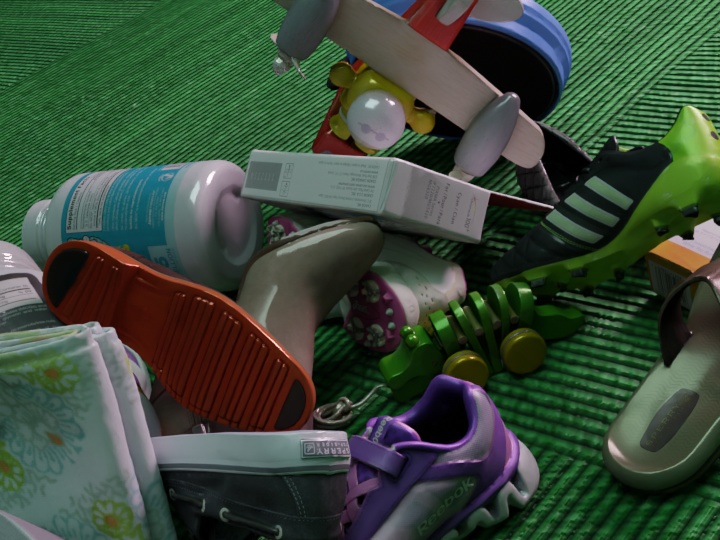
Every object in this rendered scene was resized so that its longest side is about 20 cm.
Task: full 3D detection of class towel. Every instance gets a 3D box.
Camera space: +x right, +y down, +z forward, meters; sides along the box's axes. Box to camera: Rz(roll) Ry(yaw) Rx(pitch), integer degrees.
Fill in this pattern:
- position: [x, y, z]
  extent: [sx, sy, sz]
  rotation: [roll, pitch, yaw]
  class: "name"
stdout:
- position: [-0.189, 0.128, 0.613]
  extent: [0.171, 0.200, 0.048]
  rotation: [-7, 15, 21]
  class: "towel"

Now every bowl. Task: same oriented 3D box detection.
- position: [0.084, -0.178, 0.991]
  extent: [0.200, 0.201, 0.039]
  rotation: [-3, 64, 25]
  class: "bowl"

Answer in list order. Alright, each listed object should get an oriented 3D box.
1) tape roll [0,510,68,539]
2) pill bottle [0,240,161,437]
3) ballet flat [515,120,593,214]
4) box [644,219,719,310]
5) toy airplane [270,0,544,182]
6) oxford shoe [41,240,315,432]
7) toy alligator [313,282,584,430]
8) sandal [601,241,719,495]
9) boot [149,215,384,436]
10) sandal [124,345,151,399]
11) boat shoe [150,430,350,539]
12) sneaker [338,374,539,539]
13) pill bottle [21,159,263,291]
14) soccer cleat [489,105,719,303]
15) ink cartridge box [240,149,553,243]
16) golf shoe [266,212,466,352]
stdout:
- position: [-0.200, 0.211, 0.520]
  extent: [0.200, 0.066, 0.201]
  rotation: [-9, 62, 18]
  class: "tape roll"
- position: [-0.222, 0.070, 0.740]
  extent: [0.116, 0.117, 0.200]
  rotation: [-29, 46, -19]
  class: "pill bottle"
- position: [0.174, -0.062, 0.869]
  extent: [0.066, 0.057, 0.200]
  rotation: [-26, 31, -12]
  class: "ballet flat"
- position: [0.307, -0.025, 0.755]
  extent: [0.200, 0.042, 0.119]
  rotation: [-27, 31, -19]
  class: "box"
- position: [0.033, -0.151, 0.860]
  extent: [0.200, 0.199, 0.141]
  rotation: [2, 45, 19]
  class: "toy airplane"
- position: [-0.102, 0.035, 0.700]
  extent: [0.200, 0.071, 0.073]
  rotation: [31, 12, 21]
  class: "oxford shoe"
- position: [0.054, 0.050, 0.751]
  extent: [0.200, 0.054, 0.059]
  rotation: [-20, 29, -4]
  class: "toy alligator"
- position: [0.204, 0.037, 0.645]
  extent: [0.080, 0.057, 0.201]
  rotation: [10, 55, 49]
  class: "sandal"
- position: [-0.055, 0.066, 0.739]
  extent: [0.200, 0.070, 0.146]
  rotation: [-32, 47, 15]
  class: "boot"
- position: [-0.193, 0.089, 0.825]
  extent: [0.082, 0.050, 0.203]
  rotation: [-27, 33, -15]
  class: "sandal"
- position: [-0.069, 0.121, 0.609]
  extent: [0.070, 0.066, 0.200]
  rotation: [4, -11, -37]
  class: "boat shoe"
- position: [0.010, 0.128, 0.613]
  extent: [0.200, 0.089, 0.080]
  rotation: [-36, 36, -27]
  class: "sneaker"
- position: [-0.192, -0.033, 0.969]
  extent: [0.200, 0.111, 0.111]
  rotation: [-3, 33, 26]
  class: "pill bottle"
- position: [0.163, -0.038, 0.756]
  extent: [0.200, 0.067, 0.081]
  rotation: [-31, 56, 44]
  class: "soccer cleat"
- position: [0.031, -0.051, 0.873]
  extent: [0.176, 0.045, 0.200]
  rotation: [13, -1, -35]
  class: "ink cartridge box"
- position: [0.000, 0.000, 0.862]
  extent: [0.091, 0.075, 0.200]
  rotation: [-19, 31, -29]
  class: "golf shoe"
